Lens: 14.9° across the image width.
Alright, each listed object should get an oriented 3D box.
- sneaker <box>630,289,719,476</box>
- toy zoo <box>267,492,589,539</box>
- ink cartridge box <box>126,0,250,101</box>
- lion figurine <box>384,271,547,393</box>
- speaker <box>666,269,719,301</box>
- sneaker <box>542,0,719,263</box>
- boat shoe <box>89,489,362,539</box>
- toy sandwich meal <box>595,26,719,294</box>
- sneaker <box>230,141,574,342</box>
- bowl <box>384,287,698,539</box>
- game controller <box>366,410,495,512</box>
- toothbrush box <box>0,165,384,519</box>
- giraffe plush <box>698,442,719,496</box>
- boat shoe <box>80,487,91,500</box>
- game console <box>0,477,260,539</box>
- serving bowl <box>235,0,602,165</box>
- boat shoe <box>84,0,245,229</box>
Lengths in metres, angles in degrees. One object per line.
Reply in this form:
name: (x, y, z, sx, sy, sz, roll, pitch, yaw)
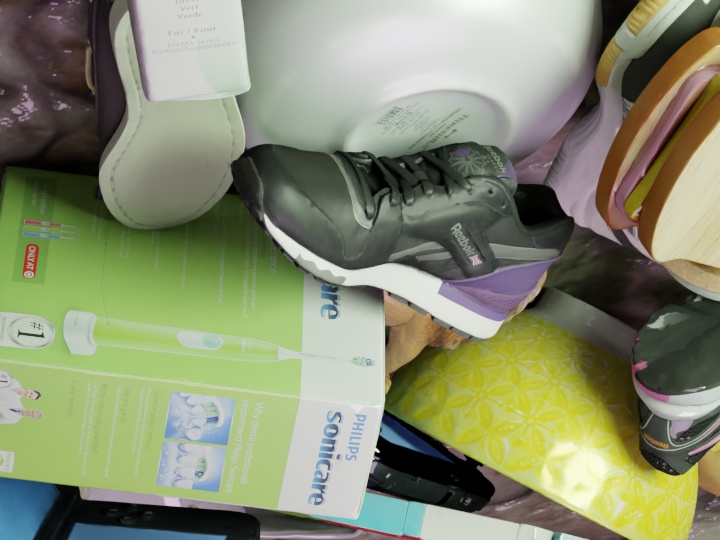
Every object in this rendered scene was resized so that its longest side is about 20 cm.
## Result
sneaker: (0.205, 0.043, 1.544, 0.200, 0.080, 0.087, -34, 142, -41)
toy zoo: (0.028, 0.138, 1.522, 0.199, 0.021, 0.131, 12, 174, 3)
ink cartridge box: (-0.081, -0.185, 1.062, 0.050, 0.162, 0.200, -8, 149, -6)
lion figurine: (0.000, 0.000, 1.491, 0.199, 0.073, 0.122, 14, 138, -33)
speaker: (0.212, -0.069, 1.441, 0.081, 0.082, 0.200, -5, 148, -12)
sneaker: (0.160, -0.081, 1.370, 0.076, 0.087, 0.200, -47, 166, -32)
boat shoe: (-0.088, 0.136, 1.691, 0.199, 0.066, 0.074, -1, 148, -19)
toy sandwich meal: (0.216, -0.051, 1.316, 0.204, 0.070, 0.206, -9, 130, -11)
sneaker: (0.024, -0.037, 1.326, 0.088, 0.076, 0.199, -44, 142, 21)
bowl: (0.120, 0.075, 1.598, 0.200, 0.200, 0.108, 28, 90, -48)
game controller: (0.008, 0.093, 1.553, 0.042, 0.104, 0.200, -49, 157, 6)
toothbrush box: (-0.091, 0.035, 1.389, 0.199, 0.146, 0.086, 6, 131, -6)
giraffe plush: (0.257, 0.080, 1.644, 0.161, 0.200, 0.173, 2, 127, 9)
boat shoe: (-0.247, 0.089, 1.553, 0.199, 0.068, 0.072, 29, 87, -33)
game console: (-0.145, 0.116, 1.432, 0.169, 0.200, 0.119, 4, 107, 5)
serving bowl: (0.027, -0.091, 1.353, 0.199, 0.066, 0.200, -8, 149, -5)
boat shoe: (-0.095, -0.093, 1.311, 0.071, 0.061, 0.202, -11, 150, -12)
